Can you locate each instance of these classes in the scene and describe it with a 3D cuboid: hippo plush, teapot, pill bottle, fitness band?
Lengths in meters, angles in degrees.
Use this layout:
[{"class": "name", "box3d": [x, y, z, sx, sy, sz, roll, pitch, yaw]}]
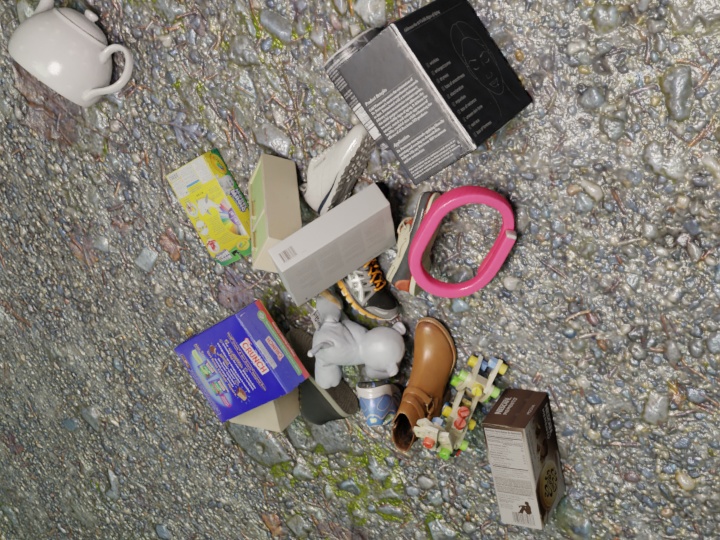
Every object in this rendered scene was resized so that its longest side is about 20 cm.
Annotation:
[{"class": "hippo plush", "box3d": [0.000, 0.115, 1.705, 0.159, 0.160, 0.200, 2, 153, 3]}, {"class": "teapot", "box3d": [-0.515, -0.397, 1.741, 0.200, 0.197, 0.146, 36, 96, -24]}, {"class": "pill bottle", "box3d": [0.041, -0.256, 1.469, 0.106, 0.106, 0.201, -32, 96, 41]}, {"class": "fitness band", "box3d": [0.157, -0.041, 1.511, 0.143, 0.038, 0.201, 17, 125, -14]}]

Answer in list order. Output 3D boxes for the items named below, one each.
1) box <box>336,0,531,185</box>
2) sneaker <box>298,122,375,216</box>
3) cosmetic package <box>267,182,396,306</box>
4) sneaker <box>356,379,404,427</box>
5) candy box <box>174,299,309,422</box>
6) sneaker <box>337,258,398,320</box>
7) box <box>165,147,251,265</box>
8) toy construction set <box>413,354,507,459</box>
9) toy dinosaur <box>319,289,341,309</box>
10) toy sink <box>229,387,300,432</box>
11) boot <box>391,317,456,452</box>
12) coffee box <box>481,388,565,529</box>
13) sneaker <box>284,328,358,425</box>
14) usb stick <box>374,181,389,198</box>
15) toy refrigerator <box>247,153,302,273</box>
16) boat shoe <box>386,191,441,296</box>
[{"class": "box", "box3d": [0.107, -0.258, 1.359, 0.124, 0.200, 0.197, -28, 98, 42]}, {"class": "sneaker", "box3d": [-0.043, -0.174, 1.599, 0.081, 0.076, 0.200, 47, 131, 15]}, {"class": "cosmetic package", "box3d": [-0.041, -0.038, 1.555, 0.052, 0.199, 0.151, 54, 171, 25]}, {"class": "sneaker", "box3d": [0.033, 0.235, 1.708, 0.075, 0.200, 0.078, -7, 80, 15]}, {"class": "candy box", "box3d": [-0.216, 0.165, 1.758, 0.199, 0.077, 0.170, -27, 98, 41]}, {"class": "sneaker", "box3d": [0.000, 0.000, 1.667, 0.077, 0.078, 0.200, -40, 93, 31]}, {"class": "box", "box3d": [-0.264, -0.113, 1.799, 0.117, 0.048, 0.201, -20, 101, 40]}, {"class": "toy construction set", "box3d": [0.165, 0.237, 1.623, 0.092, 0.200, 0.131, 40, 146, 8]}, {"class": "toy dinosaur", "box3d": [-0.089, 0.005, 1.706, 0.200, 0.101, 0.058, 39, 137, 17]}, {"class": "toy sink", "box3d": [-0.194, 0.191, 1.882, 0.130, 0.112, 0.201, 5, 118, 31]}, {"class": "boot", "box3d": [0.096, 0.195, 1.656, 0.076, 0.155, 0.201, 16, 124, 26]}, {"class": "coffee box", "box3d": [0.275, 0.314, 1.632, 0.079, 0.113, 0.201, 1, 115, 34]}, {"class": "sneaker", "box3d": [-0.102, 0.211, 1.854, 0.106, 0.075, 0.201, -30, 98, 39]}, {"class": "usb stick", "box3d": [-0.038, -0.083, 1.616, 0.199, 0.055, 0.033, -34, 94, 21]}, {"class": "toy refrigerator", "box3d": [-0.146, -0.097, 1.628, 0.070, 0.201, 0.076, 12, 136, -23]}, {"class": "boat shoe", "box3d": [0.086, -0.048, 1.586, 0.062, 0.071, 0.201, 28, 133, 21]}]
